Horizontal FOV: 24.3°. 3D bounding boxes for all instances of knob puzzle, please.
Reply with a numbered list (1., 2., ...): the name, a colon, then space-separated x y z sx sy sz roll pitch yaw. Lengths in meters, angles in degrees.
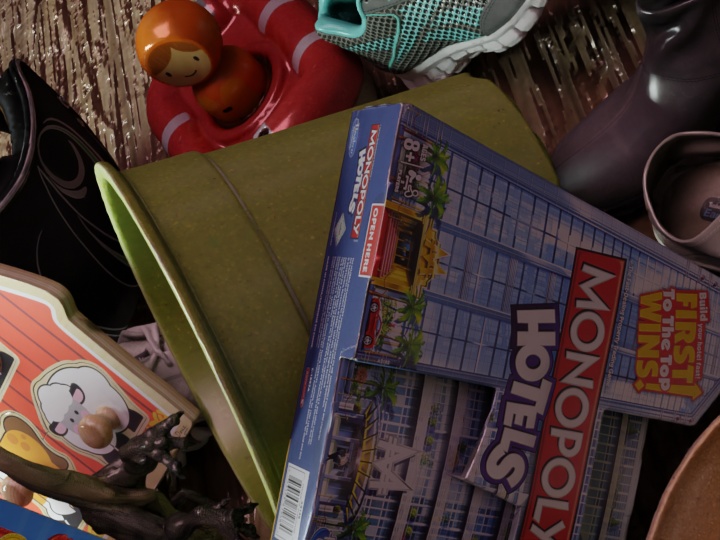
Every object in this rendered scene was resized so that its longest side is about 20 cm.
1. knob puzzle: -0.201 0.074 0.919 0.218 0.221 0.030 -13 25 38

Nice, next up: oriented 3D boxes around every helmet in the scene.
1. helmet: -0.224 -0.014 1.033 0.198 0.191 0.202 -10 53 13

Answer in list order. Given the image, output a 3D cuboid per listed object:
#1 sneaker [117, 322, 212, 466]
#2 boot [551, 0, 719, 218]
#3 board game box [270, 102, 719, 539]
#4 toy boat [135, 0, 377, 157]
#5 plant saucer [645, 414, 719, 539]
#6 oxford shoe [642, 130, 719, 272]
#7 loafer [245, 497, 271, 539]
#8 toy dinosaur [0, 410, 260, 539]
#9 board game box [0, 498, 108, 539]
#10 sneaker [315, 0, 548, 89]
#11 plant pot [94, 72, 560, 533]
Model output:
1. sneaker: -0.088 0.052 0.945 0.199 0.081 0.076 -33 45 23
2. boot: 0.143 -0.116 0.788 0.200 0.131 0.070 -39 45 18
3. board game box: 0.077 0.050 0.718 0.062 0.198 0.202 -175 96 -69
4. toy boat: -0.081 -0.114 1.001 0.131 0.130 0.200 -49 42 9
5. plant saucer: 0.202 0.125 0.653 0.199 0.035 0.202 -24 50 31
6. oxford shoe: 0.203 -0.025 0.732 0.199 0.058 0.076 11 71 45
7. loafer: -0.021 0.162 0.821 0.076 0.067 0.201 -37 45 20
8. toy dinosaur: -0.103 0.104 0.780 0.087 0.200 0.048 -12 56 31
9. board game box: -0.191 0.150 0.845 0.200 0.194 0.056 -22 46 67
10. sneaker: 0.038 -0.155 0.896 0.200 0.090 0.078 145 136 -59
11. plant pot: 0.000 0.000 0.807 0.188 0.201 0.200 -26 42 -11
